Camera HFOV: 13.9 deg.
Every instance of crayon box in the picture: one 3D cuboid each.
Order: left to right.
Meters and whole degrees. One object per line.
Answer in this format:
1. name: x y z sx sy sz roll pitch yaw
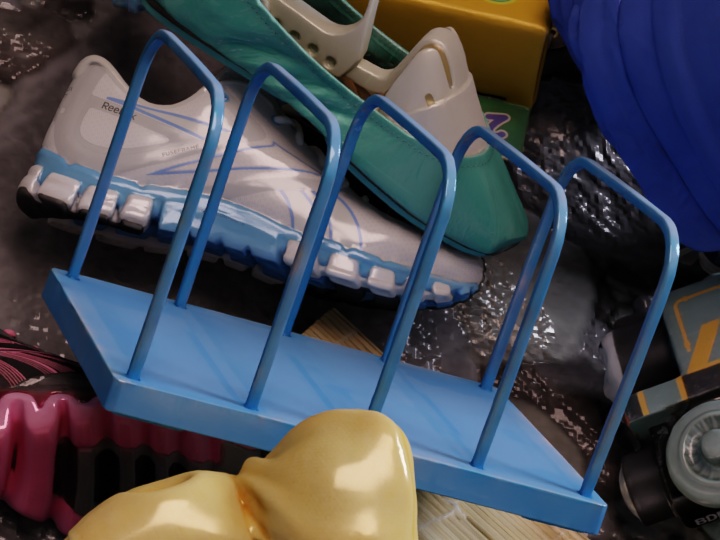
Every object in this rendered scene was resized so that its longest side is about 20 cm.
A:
1. crayon box: 0.030 -0.146 1.310 0.125 0.052 0.201 12 49 2

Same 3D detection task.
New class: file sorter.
1. file sorter: 0.000 0.000 1.125 0.199 0.123 0.139 15 11 -20

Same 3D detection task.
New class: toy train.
1. toy train: 0.196 0.038 1.229 0.199 0.085 0.115 -21 61 11

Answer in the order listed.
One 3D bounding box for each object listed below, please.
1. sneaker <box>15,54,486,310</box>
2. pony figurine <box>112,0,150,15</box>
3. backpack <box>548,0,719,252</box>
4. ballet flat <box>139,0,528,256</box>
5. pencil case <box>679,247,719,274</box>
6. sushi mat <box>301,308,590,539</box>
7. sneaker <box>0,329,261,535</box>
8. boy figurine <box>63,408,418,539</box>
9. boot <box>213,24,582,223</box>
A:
1. sneaker: -0.038 -0.040 1.238 0.199 0.075 0.087 17 79 -8
2. pony figurine: -0.120 -0.200 1.326 0.192 0.167 0.200 29 32 -6
3. backpack: 0.169 -0.103 1.234 0.163 0.167 0.200 51 45 -26
4. ballet flat: 0.000 -0.085 1.215 0.200 0.070 0.067 37 34 -3
5. pencil case: 0.236 0.027 1.301 0.200 0.090 0.078 47 24 19
6. sushi mat: 0.033 0.097 1.198 0.200 0.012 0.096 42 35 15
7. sneaker: -0.137 0.050 1.155 0.199 0.079 0.096 8 38 -15
8. boy figurine: -0.065 0.109 1.053 0.199 0.124 0.065 -22 71 14
9. boot: 0.048 -0.081 1.336 0.199 0.069 0.174 24 50 10
